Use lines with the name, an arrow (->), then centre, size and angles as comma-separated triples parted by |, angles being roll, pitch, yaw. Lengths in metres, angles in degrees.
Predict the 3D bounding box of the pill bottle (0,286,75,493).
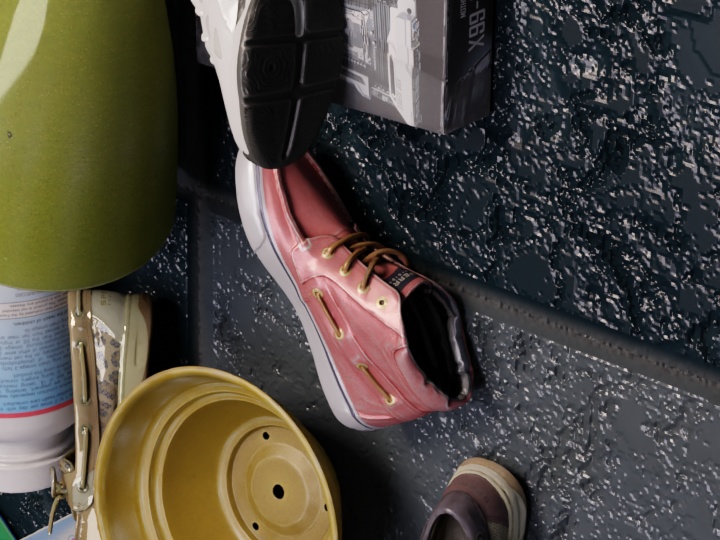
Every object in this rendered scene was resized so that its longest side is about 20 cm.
pill bottle -> -0.244, 0.048, 1.642 | 0.108, 0.108, 0.202 | 17, 118, 37

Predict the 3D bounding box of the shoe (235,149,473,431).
shoe -> 0.000, 0.000, 1.428 | 0.091, 0.071, 0.201 | -14, 103, 44

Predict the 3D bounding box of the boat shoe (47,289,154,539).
boat shoe -> -0.183, 0.112, 1.604 | 0.073, 0.062, 0.202 | -157, 76, -82

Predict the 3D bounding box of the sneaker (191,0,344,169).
sneaker -> -0.074, -0.164, 1.363 | 0.115, 0.075, 0.202 | 12, 108, 49

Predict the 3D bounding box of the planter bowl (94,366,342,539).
planter bowl -> -0.074, 0.154, 1.537 | 0.199, 0.083, 0.202 | 7, 103, 34

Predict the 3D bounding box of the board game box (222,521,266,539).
board game box -> -0.060, 0.238, 1.612 | 0.199, 0.023, 0.105 | 33, 125, 29

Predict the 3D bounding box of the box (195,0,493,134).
box -> -0.013, -0.181, 1.372 | 0.199, 0.050, 0.159 | 20, 120, 36

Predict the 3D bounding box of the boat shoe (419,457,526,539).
boat shoe -> 0.060, 0.214, 1.461 | 0.072, 0.065, 0.202 | 25, 123, 31

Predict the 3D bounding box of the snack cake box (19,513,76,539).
snack cake box -> -0.231, 0.248, 1.649 | 0.067, 0.199, 0.116 | 38, 129, 24

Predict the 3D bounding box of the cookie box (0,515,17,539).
cookie box -> -0.305, 0.290, 1.825 | 0.201, 0.075, 0.171 | 54, 135, 11

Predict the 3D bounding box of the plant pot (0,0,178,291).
plant pot -> -0.190, -0.124, 1.446 | 0.187, 0.187, 0.201 | 40, 138, 23
